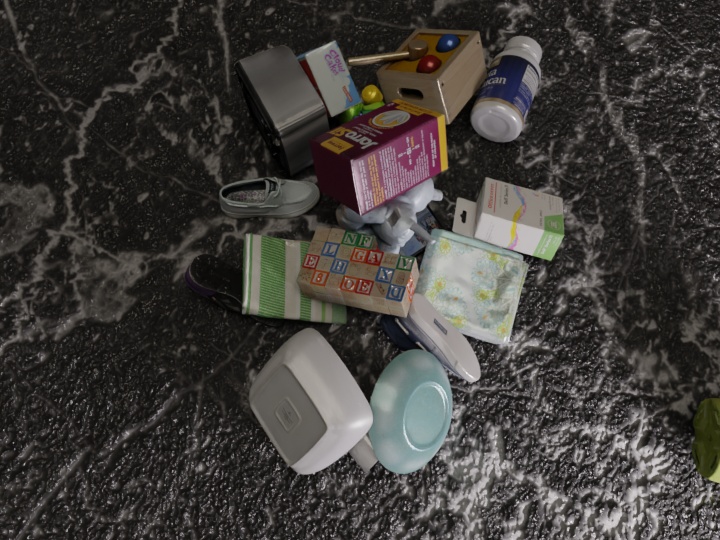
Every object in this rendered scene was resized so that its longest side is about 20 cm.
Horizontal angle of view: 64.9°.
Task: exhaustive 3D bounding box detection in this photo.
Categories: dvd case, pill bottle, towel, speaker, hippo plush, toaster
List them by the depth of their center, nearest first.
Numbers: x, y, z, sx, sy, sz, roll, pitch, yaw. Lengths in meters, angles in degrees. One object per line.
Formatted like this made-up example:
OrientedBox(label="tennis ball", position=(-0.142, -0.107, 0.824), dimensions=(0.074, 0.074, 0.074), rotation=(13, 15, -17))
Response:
OrientedBox(label="speaker", position=(-0.027, 0.241, 0.971), dimensions=(0.081, 0.081, 0.200), rotation=(-39, 77, -14))
OrientedBox(label="hippo plush", position=(0.056, -0.128, 1.031), dimensions=(0.158, 0.199, 0.163), rotation=(36, 64, -12))
OrientedBox(label="towel", position=(-0.119, 0.016, 1.038), dimensions=(0.195, 0.023, 0.157), rotation=(7, 70, -25))
OrientedBox(label="towel", position=(0.204, 0.030, 1.061), dimensions=(0.195, 0.048, 0.175), rotation=(17, 76, 4))
OrientedBox(label="toaster", position=(-0.144, -0.296, 1.089), dimensions=(0.117, 0.181, 0.203), rotation=(-28, 74, -7))
OrientedBox(label="dvd case", position=(0.063, -0.113, 1.125), dimensions=(0.141, 0.018, 0.202), rotation=(-31, 75, -12))
OrientedBox(label="pill bottle", position=(0.308, -0.380, 1.175), dimensions=(0.109, 0.111, 0.203), rotation=(23, 72, 5))

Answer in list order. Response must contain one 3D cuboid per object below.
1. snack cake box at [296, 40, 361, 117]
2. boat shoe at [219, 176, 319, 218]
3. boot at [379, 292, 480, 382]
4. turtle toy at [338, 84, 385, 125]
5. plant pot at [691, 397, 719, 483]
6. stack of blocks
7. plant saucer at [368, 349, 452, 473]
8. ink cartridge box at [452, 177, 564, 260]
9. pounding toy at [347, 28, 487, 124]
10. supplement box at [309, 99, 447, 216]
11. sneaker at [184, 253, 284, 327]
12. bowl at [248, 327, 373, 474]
OrientedBox(label="snack cake box", position=(-0.076, -0.365, 1.093), dimensions=(0.066, 0.200, 0.117), rotation=(-28, 112, -9))
OrientedBox(label="boat shoe", position=(-0.176, -0.144, 1.097), dimensions=(0.195, 0.072, 0.072), rotation=(-7, 72, -5))
OrientedBox(label="boot", position=(0.127, 0.134, 1.026), dimensions=(0.201, 0.090, 0.073), rotation=(49, 36, -9))
OrientedBox(label="turtle toy", position=(0.032, -0.284, 1.127), dimensions=(0.101, 0.145, 0.200), rotation=(-46, 58, 6))
OrientedBox(label="plant pot", position=(0.668, 0.294, 0.939), dimensions=(0.179, 0.201, 0.205), rotation=(8, 71, 12))
OrientedBox(label="stack of blocks", position=(0.000, 0.000, 0.990), dimensions=(0.195, 0.059, 0.117), rotation=(11, 63, 20))
OrientedBox(label="plant saucer", position=(0.097, 0.235, 0.935), dimensions=(0.197, 0.038, 0.207), rotation=(0, 91, -40))
OrientedBox(label="ink cartridge box", position=(0.282, -0.106, 1.086), dimensions=(0.195, 0.068, 0.119), rotation=(15, 46, 2))
OrientedBox(label="pounding toy", position=(0.114, -0.403, 1.132), dimensions=(0.197, 0.143, 0.185), rotation=(21, 62, 37))
OrientedBox(label="supplement box", position=(0.033, -0.196, 0.955), dimensions=(0.198, 0.105, 0.130), rotation=(-31, 41, -24))
OrientedBox(label="sneaker", position=(-0.227, 0.042, 1.040), dimensions=(0.198, 0.087, 0.077), rotation=(33, 59, -17))
OrientedBox(label="bowl", position=(-0.096, 0.219, 0.915), dimensions=(0.074, 0.200, 0.202), rotation=(-15, 63, -53))
